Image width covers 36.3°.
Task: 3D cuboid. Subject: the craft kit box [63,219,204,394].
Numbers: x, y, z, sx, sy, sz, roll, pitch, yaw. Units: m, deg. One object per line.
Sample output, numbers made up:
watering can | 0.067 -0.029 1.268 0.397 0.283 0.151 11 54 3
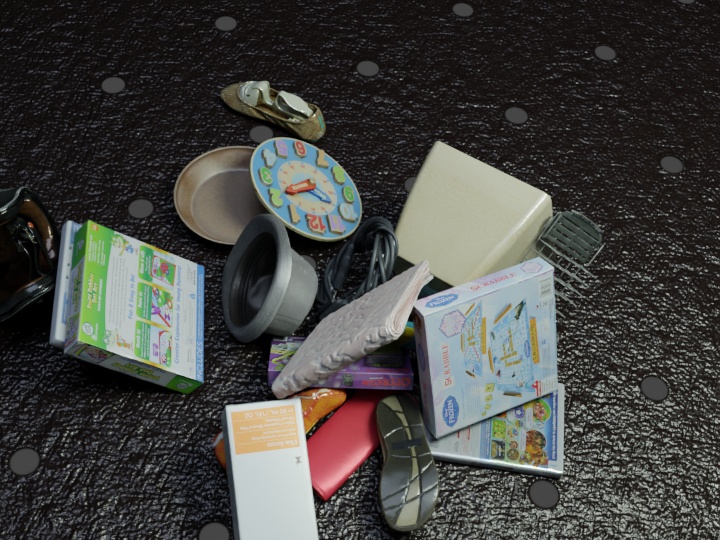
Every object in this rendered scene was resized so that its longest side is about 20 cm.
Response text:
craft kit box | -0.309 0.052 1.527 0.197 0.048 0.202 27 44 -36

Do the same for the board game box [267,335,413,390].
board game box | -0.029 0.128 1.536 0.197 0.033 0.120 2 15 -2

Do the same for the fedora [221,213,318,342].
fedora | -0.123 0.022 1.584 0.090 0.178 0.200 22 19 -28

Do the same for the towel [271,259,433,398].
towel | -0.006 0.077 1.418 0.032 0.199 0.191 53 30 -9

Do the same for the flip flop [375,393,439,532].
flip flop | 0.057 0.258 1.467 0.080 0.058 0.201 -6 49 -5

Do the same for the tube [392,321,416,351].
tube | 0.096 0.096 1.548 0.198 0.077 0.051 15 66 -18

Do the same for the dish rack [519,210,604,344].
dish rack | 0.273 0.015 1.564 0.201 0.153 0.055 -55 50 9

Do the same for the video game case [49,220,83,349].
video game case | -0.344 0.044 1.547 0.181 0.022 0.202 25 44 -34

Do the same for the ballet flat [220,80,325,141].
ballet flat | -0.145 -0.283 1.841 0.198 0.066 0.071 22 55 12

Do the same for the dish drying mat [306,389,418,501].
dish drying mat | -0.010 0.224 1.510 0.077 0.018 0.200 37 58 18

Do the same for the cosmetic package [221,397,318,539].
cosmetic package | -0.115 0.270 1.392 0.100 0.071 0.202 -6 75 -13

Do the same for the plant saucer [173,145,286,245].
plant saucer | -0.193 -0.111 1.729 0.198 0.037 0.202 3 54 -3

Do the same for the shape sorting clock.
shape sorting clock | -0.082 -0.129 1.710 0.198 0.039 0.202 21 48 -25

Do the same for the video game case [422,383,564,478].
video game case | 0.185 0.209 1.538 0.198 0.018 0.144 8 53 1

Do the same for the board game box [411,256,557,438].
board game box | 0.171 0.104 1.482 0.198 0.202 0.041 -18 31 -18

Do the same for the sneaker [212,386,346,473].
sneaker | -0.103 0.217 1.488 0.199 0.073 0.078 -27 81 -17

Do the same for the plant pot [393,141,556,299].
plant pot | 0.152 -0.030 1.602 0.199 0.200 0.178 29 69 26

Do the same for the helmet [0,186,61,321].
helmet | -0.527 -0.016 1.534 0.189 0.201 0.201 -22 56 2

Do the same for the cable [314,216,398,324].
cable | 0.000 0.000 1.580 0.050 0.200 0.164 29 43 -17
